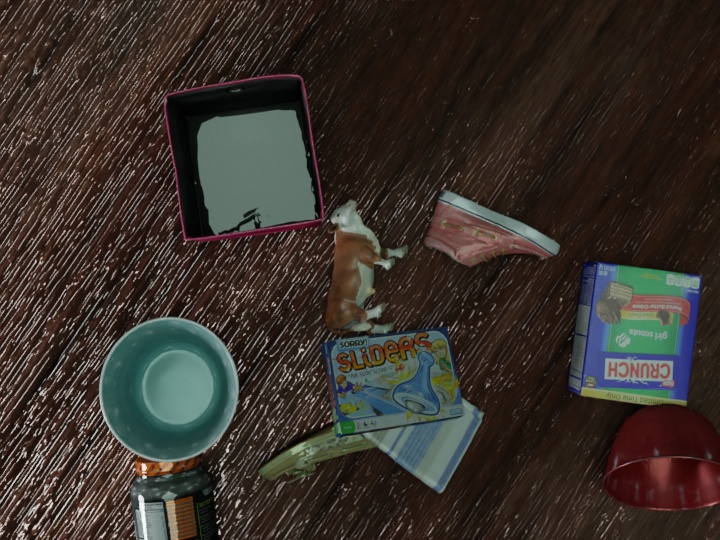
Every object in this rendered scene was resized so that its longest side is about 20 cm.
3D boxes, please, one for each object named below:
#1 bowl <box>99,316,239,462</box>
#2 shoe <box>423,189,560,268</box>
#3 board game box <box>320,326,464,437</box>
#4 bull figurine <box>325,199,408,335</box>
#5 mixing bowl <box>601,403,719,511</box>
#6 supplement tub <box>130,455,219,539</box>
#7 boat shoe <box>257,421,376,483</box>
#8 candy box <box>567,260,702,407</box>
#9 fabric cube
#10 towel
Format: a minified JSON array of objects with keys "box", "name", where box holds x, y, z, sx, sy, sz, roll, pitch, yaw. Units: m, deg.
[{"box":[-0.271,0.172,1.429,0.196,0.105,0.206,0,84,-2],"name":"bowl"},{"box":[0.195,-0.040,1.474,0.197,0.071,0.093,24,91,2],"name":"shoe"},{"box":[0.048,0.162,1.440,0.196,0.034,0.138,-6,75,-20],"name":"board game box"},{"box":[0.000,0.000,1.457,0.119,0.065,0.205,13,99,29],"name":"bull figurine"},{"box":[0.454,0.268,1.447,0.195,0.202,0.110,7,56,-3],"name":"mixing bowl"},{"box":[-0.270,0.370,1.429,0.120,0.123,0.205,-7,91,-3],"name":"supplement tub"},{"box":[-0.058,0.272,1.463,0.197,0.073,0.064,-25,89,-3],"name":"boat shoe"},{"box":[0.413,0.097,1.481,0.165,0.077,0.205,7,92,-3],"name":"candy box"},{"box":[-0.158,-0.152,1.389,0.192,0.199,0.205,-8,92,-2],"name":"fabric cube"},{"box":[0.079,0.219,1.465,0.199,0.024,0.148,37,64,-5],"name":"towel"}]
